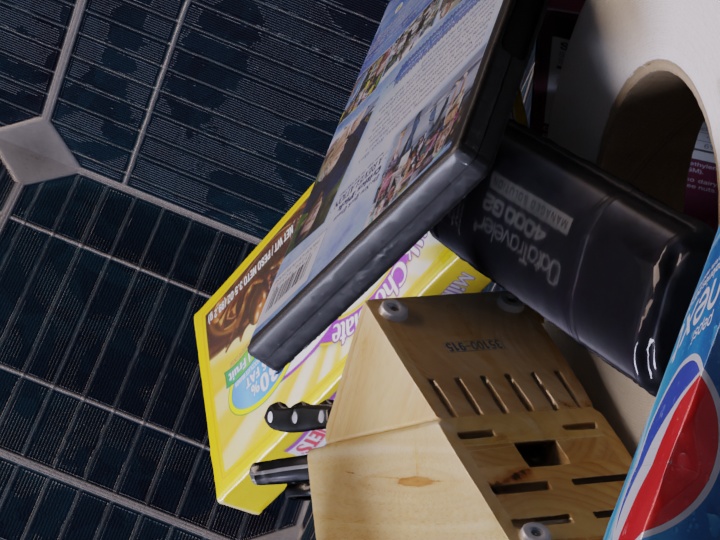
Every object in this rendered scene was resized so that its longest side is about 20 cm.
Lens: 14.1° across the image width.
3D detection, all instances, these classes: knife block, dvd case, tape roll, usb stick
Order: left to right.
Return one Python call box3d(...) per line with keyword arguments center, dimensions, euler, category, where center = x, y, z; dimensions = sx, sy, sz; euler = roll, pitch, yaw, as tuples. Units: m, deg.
box3d(center=(0.027, -0.069, 1.056), dimensions=(0.143, 0.018, 0.200), euler=(-43, 19, 45), category="dvd case")
box3d(center=(0.027, 0.104, 1.019), dimensions=(0.200, 0.064, 0.176), euler=(-123, 38, -45), category="knife block")
box3d(center=(0.069, -0.010, 0.967), dimensions=(0.200, 0.032, 0.056), euler=(-143, 64, -65), category="usb stick")
box3d(center=(0.112, -0.016, 0.963), dimensions=(0.203, 0.037, 0.204), euler=(-178, 90, -72), category="tape roll")

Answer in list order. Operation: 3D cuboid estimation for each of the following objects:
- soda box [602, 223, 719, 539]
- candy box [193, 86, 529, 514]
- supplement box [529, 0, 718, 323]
box3d(center=(0.110, 0.067, 0.821), dimensions=(0.064, 0.068, 0.201), euler=(126, 165, -82), category="soda box")
box3d(center=(0.000, 0.000, 1.148), dimensions=(0.200, 0.026, 0.102), euler=(-47, 40, 35), category="candy box")
box3d(center=(0.117, -0.070, 1.147), dimensions=(0.200, 0.085, 0.111), euler=(90, -164, -54), category="supplement box")
